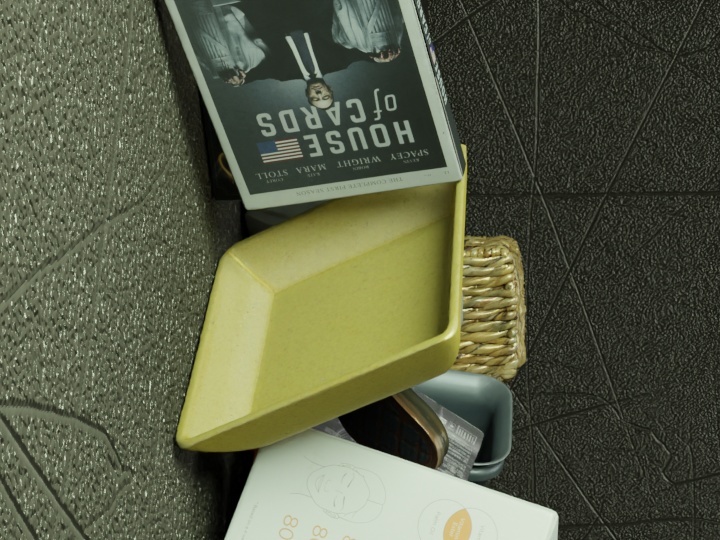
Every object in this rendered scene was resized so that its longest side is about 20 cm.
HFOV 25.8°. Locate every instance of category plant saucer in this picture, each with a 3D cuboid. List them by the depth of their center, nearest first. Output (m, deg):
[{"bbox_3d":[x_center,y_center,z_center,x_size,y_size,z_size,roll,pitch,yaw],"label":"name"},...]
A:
[{"bbox_3d":[-0.011,0.027,1.003,0.049,0.199,0.201,53,26,-30],"label":"plant saucer"}]

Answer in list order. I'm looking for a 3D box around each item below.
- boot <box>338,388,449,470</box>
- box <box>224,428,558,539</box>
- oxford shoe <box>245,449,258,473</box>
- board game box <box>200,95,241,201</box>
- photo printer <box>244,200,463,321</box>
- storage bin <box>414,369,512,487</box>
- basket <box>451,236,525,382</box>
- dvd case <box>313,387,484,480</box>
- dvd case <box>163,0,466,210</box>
[{"bbox_3d":[0.017,0.060,1.099,0.200,0.096,0.075,39,-42,37],"label":"boot"},{"bbox_3d":[0.013,0.207,1.030,0.106,0.199,0.153,72,37,-69],"label":"box"},{"bbox_3d":[-0.051,0.177,1.164,0.071,0.072,0.202,67,23,-74],"label":"oxford shoe"},{"bbox_3d":[-0.042,-0.145,1.049,0.035,0.134,0.201,-78,165,-61],"label":"board game box"},{"bbox_3d":[0.000,0.000,1.260,0.200,0.165,0.070,78,32,-61],"label":"photo printer"},{"bbox_3d":[0.019,0.170,1.301,0.146,0.198,0.135,-80,176,-59],"label":"storage bin"},{"bbox_3d":[0.051,0.047,1.436,0.149,0.198,0.144,-41,127,-82],"label":"basket"},{"bbox_3d":[0.001,0.176,1.159,0.016,0.148,0.201,-14,-132,57],"label":"dvd case"},{"bbox_3d":[-0.030,-0.128,0.956,0.025,0.149,0.201,-78,156,-49],"label":"dvd case"}]
